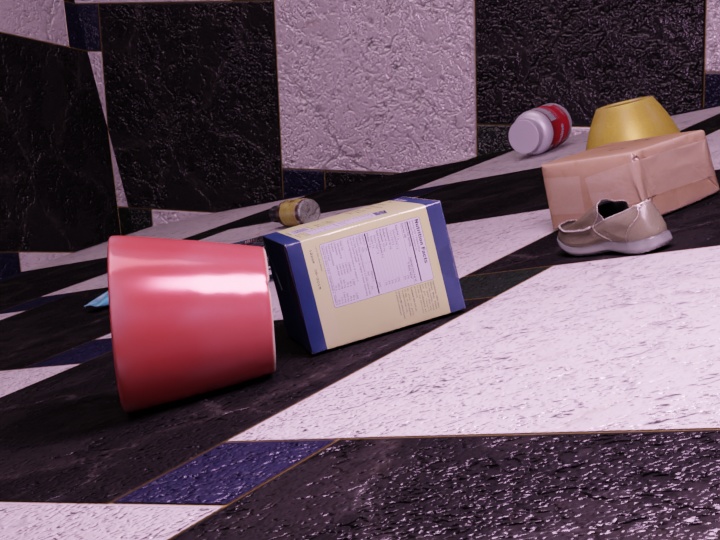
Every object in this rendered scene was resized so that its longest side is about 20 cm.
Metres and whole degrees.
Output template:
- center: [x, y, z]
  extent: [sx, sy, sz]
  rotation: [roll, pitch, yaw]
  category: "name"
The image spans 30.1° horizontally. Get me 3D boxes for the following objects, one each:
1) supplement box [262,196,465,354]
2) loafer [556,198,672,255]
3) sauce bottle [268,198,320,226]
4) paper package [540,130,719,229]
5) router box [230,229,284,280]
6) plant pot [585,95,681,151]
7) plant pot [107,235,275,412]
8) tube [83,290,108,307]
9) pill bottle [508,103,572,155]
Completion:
- center: [0.000, 0.000, 1.668]
  extent: [0.197, 0.136, 0.200]
  rotation: [-16, 8, -10]
  category: "supplement box"
- center: [0.328, -0.062, 1.752]
  extent: [0.074, 0.071, 0.199]
  rotation: [-19, 9, -30]
  category: "loafer"
- center: [-0.162, -0.136, 3.158]
  extent: [0.064, 0.066, 0.199]
  rotation: [-18, 9, -27]
  category: "sauce bottle"
- center: [0.404, -0.136, 2.017]
  extent: [0.189, 0.105, 0.199]
  rotation: [-18, 8, -37]
  category: "paper package"
- center: [-0.194, -0.017, 2.398]
  extent: [0.147, 0.063, 0.200]
  rotation: [-14, 8, -3]
  category: "router box"
- center: [0.476, -0.224, 2.351]
  extent: [0.197, 0.144, 0.200]
  rotation: [-14, 8, 2]
  category: "plant pot"
- center: [-0.188, 0.052, 1.512]
  extent: [0.174, 0.204, 0.200]
  rotation: [-6, 7, -7]
  category: "plant pot"
- center: [-0.428, 0.033, 2.560]
  extent: [0.198, 0.051, 0.077]
  rotation: [-24, 4, -26]
  category: "tube"
- center: [0.456, -0.358, 3.426]
  extent: [0.111, 0.114, 0.199]
  rotation: [-9, 10, 33]
  category: "pill bottle"
